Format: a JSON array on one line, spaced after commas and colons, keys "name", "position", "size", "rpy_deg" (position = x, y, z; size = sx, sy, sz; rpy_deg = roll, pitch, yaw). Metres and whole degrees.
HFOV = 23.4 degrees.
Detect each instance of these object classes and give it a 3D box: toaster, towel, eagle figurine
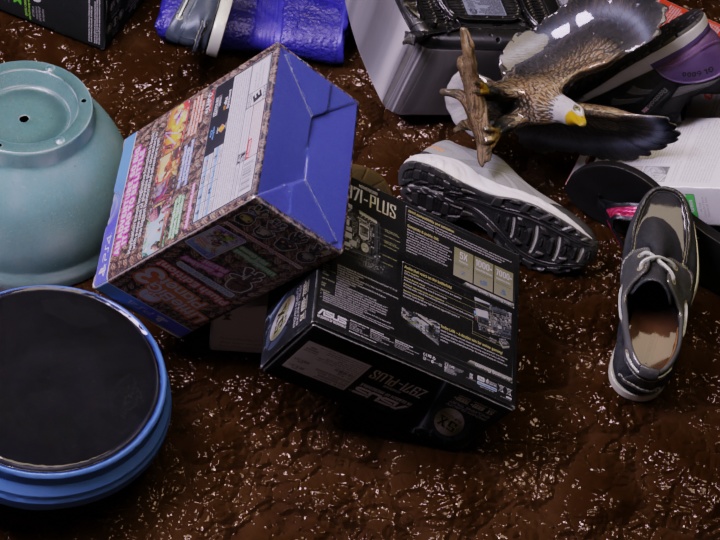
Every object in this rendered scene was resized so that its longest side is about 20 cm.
[{"name": "toaster", "position": [0.088, -0.254, 1.725], "size": [0.199, 0.119, 0.181], "rpy_deg": [-3, 54, -25]}, {"name": "towel", "position": [-0.106, -0.284, 1.794], "size": [0.199, 0.050, 0.148], "rpy_deg": [6, 47, -3]}, {"name": "eagle figurine", "position": [0.186, -0.164, 1.613], "size": [0.199, 0.152, 0.151], "rpy_deg": [-18, 62, -21]}]

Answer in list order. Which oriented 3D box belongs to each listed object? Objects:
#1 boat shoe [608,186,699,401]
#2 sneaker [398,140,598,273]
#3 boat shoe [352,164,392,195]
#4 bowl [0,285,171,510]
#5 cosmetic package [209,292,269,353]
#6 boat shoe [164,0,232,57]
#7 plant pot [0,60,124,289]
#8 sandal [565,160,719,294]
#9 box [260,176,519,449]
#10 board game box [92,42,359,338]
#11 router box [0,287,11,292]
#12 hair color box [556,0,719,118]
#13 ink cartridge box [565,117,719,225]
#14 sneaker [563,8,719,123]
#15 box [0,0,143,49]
[{"name": "boat shoe", "position": [0.264, 0.012, 1.535], "size": [0.071, 0.068, 0.201], "rpy_deg": [10, 67, 6]}, {"name": "sneaker", "position": [0.136, -0.068, 1.625], "size": [0.200, 0.074, 0.079], "rpy_deg": [29, 46, 17]}, {"name": "boat shoe", "position": [-0.002, -0.001, 1.561], "size": [0.073, 0.063, 0.201], "rpy_deg": [14, 49, -31]}, {"name": "bowl", "position": [-0.248, 0.094, 1.377], "size": [0.199, 0.039, 0.201], "rpy_deg": [6, 49, -7]}, {"name": "cosmetic package", "position": [-0.082, -0.023, 1.553], "size": [0.101, 0.074, 0.201], "rpy_deg": [4, 51, -5]}, {"name": "boat shoe", "position": [-0.153, -0.301, 1.734], "size": [0.062, 0.075, 0.201], "rpy_deg": [14, 63, -10]}, {"name": "plant pot", "position": [-0.296, -0.099, 1.547], "size": [0.199, 0.135, 0.201], "rpy_deg": [4, 49, -5]}, {"name": "sandal", "position": [0.274, -0.036, 1.614], "size": [0.200, 0.075, 0.045], "rpy_deg": [34, 52, 17]}, {"name": "box", "position": [0.028, 0.033, 1.450], "size": [0.199, 0.086, 0.164], "rpy_deg": [23, 50, -23]}, {"name": "board game box", "position": [-0.109, -0.062, 1.425], "size": [0.097, 0.200, 0.160], "rpy_deg": [33, 48, -33]}, {"name": "router box", "position": [-0.332, 0.083, 1.435], "size": [0.199, 0.052, 0.158], "rpy_deg": [15, 48, 5]}, {"name": "hair color box", "position": [0.283, -0.215, 1.748], "size": [0.199, 0.111, 0.064], "rpy_deg": [28, 50, 17]}, {"name": "ink cartridge box", "position": [0.309, -0.096, 1.675], "size": [0.199, 0.051, 0.109], "rpy_deg": [3, 43, 29]}, {"name": "sneaker", "position": [0.269, -0.167, 1.687], "size": [0.088, 0.200, 0.076], "rpy_deg": [52, 40, -14]}, {"name": "box", "position": [-0.313, -0.343, 1.767], "size": [0.199, 0.125, 0.149], "rpy_deg": [22, 49, 9]}]
